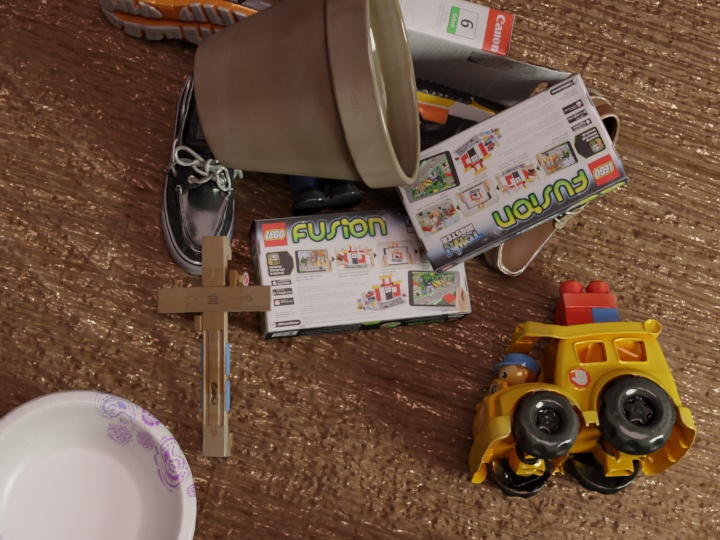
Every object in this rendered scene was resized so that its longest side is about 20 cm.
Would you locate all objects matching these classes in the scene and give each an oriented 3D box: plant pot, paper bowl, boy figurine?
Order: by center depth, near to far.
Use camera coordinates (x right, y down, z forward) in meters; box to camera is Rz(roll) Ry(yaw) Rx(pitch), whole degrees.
[{"bbox_3d":[-0.244,0.209,1.188,0.199,0.104,0.202,3,75,-10],"label":"paper bowl"},{"bbox_3d":[-0.049,-0.162,1.231,0.172,0.200,0.202,-9,76,12],"label":"plant pot"},{"bbox_3d":[-0.042,-0.158,1.346,0.123,0.064,0.202,-7,80,-4],"label":"boy figurine"}]

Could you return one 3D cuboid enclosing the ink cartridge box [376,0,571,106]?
[{"bbox_3d":[0.102,-0.221,1.367,0.198,0.109,0.051,13,74,-8],"label":"ink cartridge box"}]

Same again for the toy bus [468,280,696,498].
[{"bbox_3d":[0.194,0.103,1.302,0.198,0.136,0.193,-3,63,-10],"label":"toy bus"}]

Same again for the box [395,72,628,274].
[{"bbox_3d":[0.137,-0.089,1.286,0.199,0.035,0.111,-25,82,8],"label":"box"}]

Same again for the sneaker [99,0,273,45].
[{"bbox_3d":[-0.150,-0.260,1.326,0.198,0.078,0.078,16,61,12],"label":"sneaker"}]

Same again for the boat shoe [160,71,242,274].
[{"bbox_3d":[-0.147,-0.099,1.306,0.073,0.068,0.201,9,74,-9],"label":"boat shoe"}]

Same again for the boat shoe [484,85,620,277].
[{"bbox_3d":[0.184,-0.081,1.331,0.075,0.072,0.201,18,104,-30],"label":"boat shoe"}]

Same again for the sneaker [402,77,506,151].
[{"bbox_3d":[0.110,-0.124,1.376,0.199,0.070,0.091,17,107,-20],"label":"sneaker"}]

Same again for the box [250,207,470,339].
[{"bbox_3d":[0.000,0.000,1.320,0.198,0.035,0.111,-5,77,-13],"label":"box"}]

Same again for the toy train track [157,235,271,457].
[{"bbox_3d":[-0.130,0.070,1.276,0.114,0.033,0.202,-1,87,19],"label":"toy train track"}]
